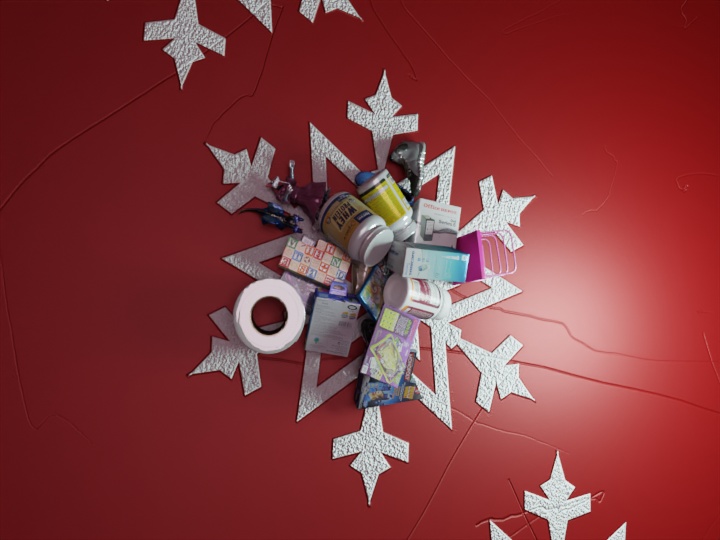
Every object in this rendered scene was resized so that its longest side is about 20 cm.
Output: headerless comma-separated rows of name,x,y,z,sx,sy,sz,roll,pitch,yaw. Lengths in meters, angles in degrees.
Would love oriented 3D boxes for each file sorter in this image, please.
file sorter,0.372,-0.040,1.736,0.122,0.200,0.143,-4,85,-16

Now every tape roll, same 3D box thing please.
tape roll,-0.257,0.124,1.592,0.197,0.139,0.209,0,88,-9

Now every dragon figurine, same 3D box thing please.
dragon figurine,-0.257,-0.161,1.654,0.196,0.099,0.060,23,79,-9

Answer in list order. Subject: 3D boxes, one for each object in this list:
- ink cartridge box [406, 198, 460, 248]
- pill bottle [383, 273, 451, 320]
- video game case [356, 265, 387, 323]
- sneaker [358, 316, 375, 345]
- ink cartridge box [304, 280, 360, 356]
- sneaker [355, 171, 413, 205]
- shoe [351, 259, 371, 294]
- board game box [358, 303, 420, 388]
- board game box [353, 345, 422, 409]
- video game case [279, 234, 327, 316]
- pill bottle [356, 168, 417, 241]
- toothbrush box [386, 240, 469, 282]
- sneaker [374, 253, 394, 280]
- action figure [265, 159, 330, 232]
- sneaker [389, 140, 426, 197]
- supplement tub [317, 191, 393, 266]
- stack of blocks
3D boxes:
ink cartridge box,0.224,-0.108,1.766,0.142,0.084,0.206,10,82,-12
pill bottle,0.173,0.082,1.688,0.197,0.113,0.117,18,79,-38
video game case,0.072,0.107,1.677,0.202,0.018,0.144,56,39,-19
sneaker,0.058,0.231,1.687,0.065,0.090,0.203,-28,90,-13
ink cartridge box,-0.079,0.135,1.635,0.133,0.077,0.205,10,109,-12
sneaker,0.078,-0.258,1.754,0.196,0.078,0.067,27,81,-7
shoe,0.000,0.000,1.710,0.052,0.070,0.206,2,85,-20
board game box,0.082,0.209,1.580,0.118,0.032,0.204,22,80,-5
board game box,0.094,0.311,1.660,0.194,0.062,0.205,6,111,-13
video game case,-0.158,0.015,1.699,0.141,0.019,0.203,29,79,-8
pill bottle,0.084,-0.188,1.680,0.112,0.112,0.202,-37,100,-14
toothbrush box,0.191,-0.027,1.622,0.195,0.146,0.088,6,99,-18
sneaker,0.074,-0.030,1.728,0.079,0.075,0.204,-26,91,-14
action figure,-0.191,-0.227,1.695,0.195,0.151,0.136,15,46,6
sneaker,0.142,-0.323,1.773,0.112,0.076,0.204,10,61,-3
supplement tub,-0.014,-0.119,1.635,0.144,0.145,0.199,-44,62,-13
stack of blocks,-0.133,-0.030,1.670,0.196,0.059,0.118,22,79,-9
